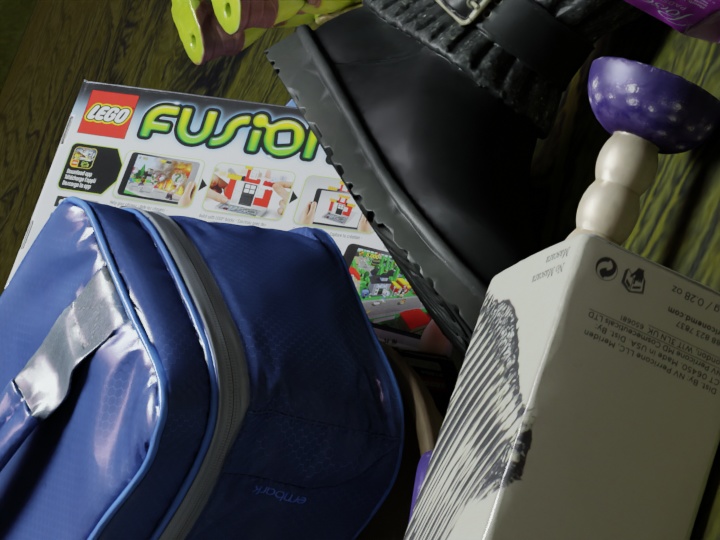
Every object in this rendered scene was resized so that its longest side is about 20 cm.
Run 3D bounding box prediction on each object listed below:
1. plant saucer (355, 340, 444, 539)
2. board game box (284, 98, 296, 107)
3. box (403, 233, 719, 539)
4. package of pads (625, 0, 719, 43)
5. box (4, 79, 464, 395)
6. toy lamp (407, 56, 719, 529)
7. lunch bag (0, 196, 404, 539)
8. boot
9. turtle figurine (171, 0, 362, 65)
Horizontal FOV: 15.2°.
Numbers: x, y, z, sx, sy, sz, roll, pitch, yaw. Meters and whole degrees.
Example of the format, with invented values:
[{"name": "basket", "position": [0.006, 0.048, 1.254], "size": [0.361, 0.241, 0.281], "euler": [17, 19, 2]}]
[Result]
[{"name": "plant saucer", "position": [-0.015, 0.125, 1.055], "size": [0.200, 0.029, 0.201], "euler": [-41, 40, 48]}, {"name": "board game box", "position": [0.008, -0.086, 1.255], "size": [0.135, 0.034, 0.200], "euler": [-40, 0, -29]}, {"name": "box", "position": [0.054, 0.096, 0.853], "size": [0.082, 0.068, 0.201], "euler": [-31, 37, 66]}, {"name": "package of pads", "position": [0.122, -0.197, 0.979], "size": [0.076, 0.120, 0.201], "euler": [-32, 35, 65]}, {"name": "box", "position": [-0.039, -0.016, 1.142], "size": [0.035, 0.199, 0.110], "euler": [69, -146, -57]}, {"name": "toy lamp", "position": [0.067, 0.025, 0.946], "size": [0.201, 0.058, 0.058], "euler": [-68, 15, -10]}, {"name": "lunch bag", "position": [-0.093, 0.074, 1.037], "size": [0.200, 0.132, 0.136], "euler": [-56, 41, 31]}, {"name": "boot", "position": [0.066, -0.067, 1.056], "size": [0.157, 0.079, 0.211], "euler": [-33, 54, 2]}, {"name": "turtle figurine", "position": [-0.011, -0.140, 1.364], "size": [0.200, 0.161, 0.065], "euler": [5, 107, 64]}]
